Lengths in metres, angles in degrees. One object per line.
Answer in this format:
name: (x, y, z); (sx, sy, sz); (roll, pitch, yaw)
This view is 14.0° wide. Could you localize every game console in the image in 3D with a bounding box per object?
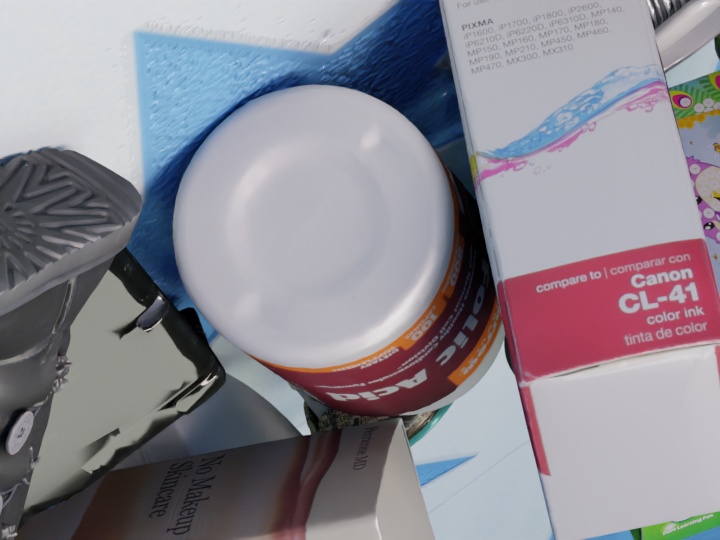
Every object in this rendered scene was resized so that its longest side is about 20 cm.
game console: (-0.168, 0.057, 1.214); (0.200, 0.116, 0.176); (-38, 134, -1)

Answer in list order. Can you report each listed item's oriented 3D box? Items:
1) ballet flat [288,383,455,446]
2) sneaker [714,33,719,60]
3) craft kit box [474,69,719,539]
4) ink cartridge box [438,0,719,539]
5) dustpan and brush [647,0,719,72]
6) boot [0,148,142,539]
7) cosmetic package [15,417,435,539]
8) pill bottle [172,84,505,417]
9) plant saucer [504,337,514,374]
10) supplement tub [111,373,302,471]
ballet flat: (-0.004, 0.061, 1.418); (0.068, 0.075, 0.200); (-46, 178, -10)
sneaker: (0.213, -0.171, 1.310); (0.076, 0.075, 0.200); (-3, 133, -50)
craft kit box: (0.173, 0.002, 1.266); (0.197, 0.200, 0.049); (-21, 145, -4)
ink cartridge box: (0.092, -0.015, 1.165); (0.085, 0.200, 0.148); (-11, 150, 5)
dustpan and brush: (0.123, -0.100, 1.306); (0.139, 0.057, 0.200); (-26, 170, -26)
boot: (-0.167, 0.063, 1.062); (0.165, 0.066, 0.200); (-16, 139, -52)
cosmetic package: (-0.072, 0.136, 1.258); (0.200, 0.087, 0.103); (-11, -160, 10)
pill bottle: (0.000, 0.000, 1.234); (0.114, 0.114, 0.200); (-38, 164, 3)
plant saucer: (0.164, 0.013, 1.363); (0.200, 0.030, 0.200); (-20, -155, 10)
supplement tub: (-0.112, 0.154, 1.393); (0.200, 0.132, 0.132); (-42, 163, 18)
